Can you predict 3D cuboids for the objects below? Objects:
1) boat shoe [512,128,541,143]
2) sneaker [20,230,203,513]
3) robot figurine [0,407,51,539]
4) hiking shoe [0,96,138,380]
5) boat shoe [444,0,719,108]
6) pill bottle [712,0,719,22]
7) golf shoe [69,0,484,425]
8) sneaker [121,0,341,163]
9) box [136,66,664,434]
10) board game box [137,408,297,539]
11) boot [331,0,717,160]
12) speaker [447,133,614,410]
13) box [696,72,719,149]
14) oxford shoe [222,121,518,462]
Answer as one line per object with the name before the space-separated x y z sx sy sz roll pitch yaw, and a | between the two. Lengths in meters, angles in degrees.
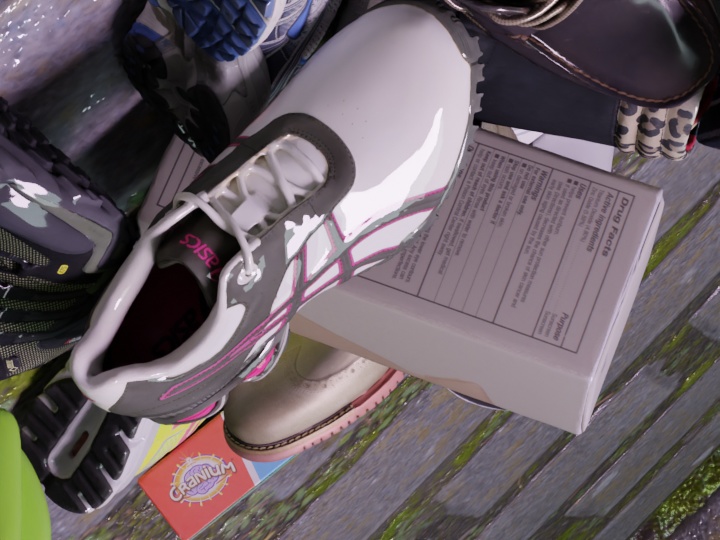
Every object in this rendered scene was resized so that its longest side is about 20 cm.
boat shoe | 0.098 -0.110 1.098 0.200 0.072 0.069 -13 144 -22
sneaker | -0.087 0.030 1.053 0.200 0.078 0.090 -47 169 35
robot figurine | -0.198 0.119 0.885 0.175 0.116 0.200 8 151 -29
hiking shoe | -0.140 0.004 0.852 0.101 0.076 0.200 -45 164 -8
boat shoe | 0.051 -0.114 0.788 0.075 0.200 0.073 -48 -157 23
pill bottle | 0.188 -0.146 1.035 0.114 0.200 0.114 -171 -90 -80
golf shoe | -0.029 -0.019 0.825 0.200 0.077 0.088 -51 169 9
sneaker | -0.041 -0.119 0.821 0.085 0.077 0.200 -45 173 -20
box | 0.017 -0.013 0.931 0.078 0.200 0.095 87 25 -68
board game box | -0.030 0.063 1.175 0.153 0.040 0.200 -39 180 8
boot | 0.076 -0.090 0.949 0.204 0.154 0.074 -16 122 -80
speaker | 0.085 -0.026 1.121 0.081 0.081 0.200 117 -10 -46
box | 0.224 -0.129 0.871 0.200 0.123 0.198 -35 142 -86
oxford shoe | 0.000 0.000 1.020 0.200 0.071 0.074 -49 137 -17
